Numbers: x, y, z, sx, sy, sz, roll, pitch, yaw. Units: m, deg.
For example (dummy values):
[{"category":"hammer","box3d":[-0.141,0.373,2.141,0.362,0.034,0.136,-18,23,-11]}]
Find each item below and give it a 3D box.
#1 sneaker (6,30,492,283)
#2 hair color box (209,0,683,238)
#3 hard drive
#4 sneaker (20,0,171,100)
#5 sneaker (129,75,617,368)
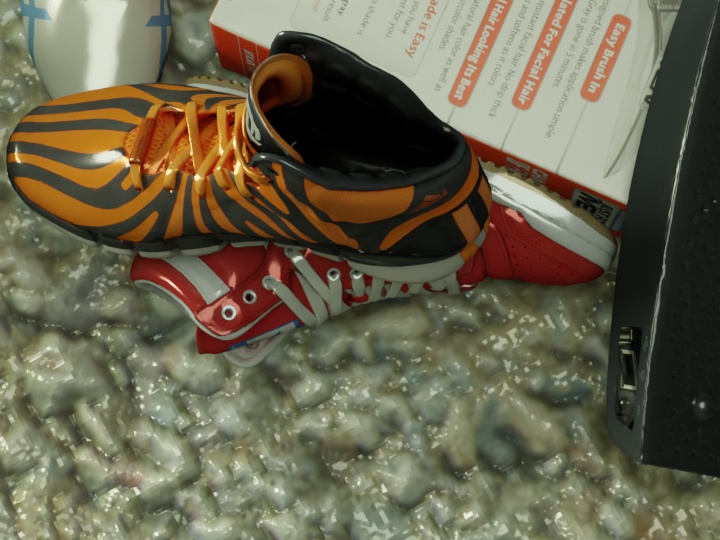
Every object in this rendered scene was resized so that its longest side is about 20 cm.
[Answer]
[{"category":"sneaker","box3d":[-0.049,-0.053,0.676,0.198,0.112,0.078,5,71,10]},{"category":"hair color box","box3d":[0.048,-0.106,0.770,0.199,0.064,0.112,24,80,6]},{"category":"hard drive","box3d":[0.164,-0.015,0.730,0.134,0.042,0.202,13,86,-34]},{"category":"sneaker","box3d":[-0.112,-0.163,0.777,0.071,0.072,0.202,3,82,0]},{"category":"sneaker","box3d":[0.000,0.000,0.749,0.199,0.071,0.113,18,77,11]}]
